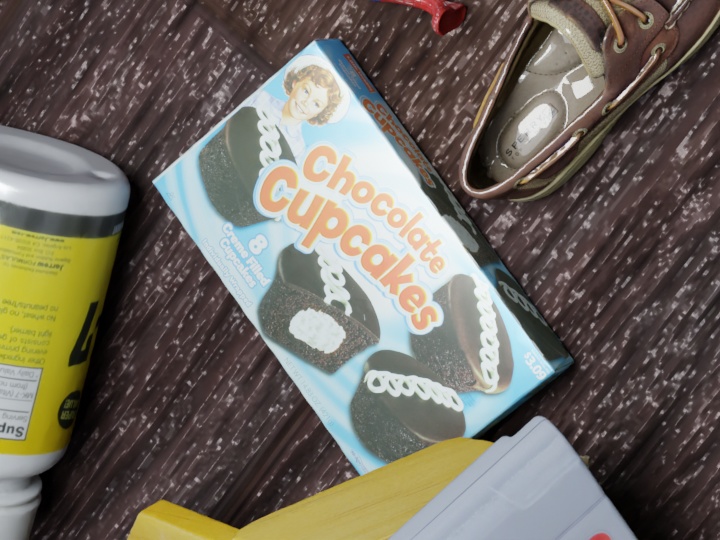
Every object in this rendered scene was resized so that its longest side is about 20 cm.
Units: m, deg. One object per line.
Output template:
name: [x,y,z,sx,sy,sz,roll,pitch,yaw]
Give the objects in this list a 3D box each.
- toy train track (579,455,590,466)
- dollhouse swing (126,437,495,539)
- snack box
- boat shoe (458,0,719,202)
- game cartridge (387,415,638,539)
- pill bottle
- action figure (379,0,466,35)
toy train track: [0.133,0.139,1.368,0.199,0.033,0.115,15,119,11]
dollhouse swing: [0.010,0.181,1.390,0.181,0.176,0.201,-22,113,-19]
snack box: [0.000,0.000,1.403,0.116,0.037,0.201,-39,82,21]
boat shoe: [0.111,-0.111,1.325,0.072,0.072,0.200,44,110,11]
game cartridge: [0.085,0.179,1.306,0.133,0.041,0.200,-39,118,-6]
pill bottle: [-0.191,0.035,1.444,0.114,0.114,0.201,20,104,18]
action figure: [-0.051,-0.167,1.373,0.199,0.099,0.066,19,102,21]
